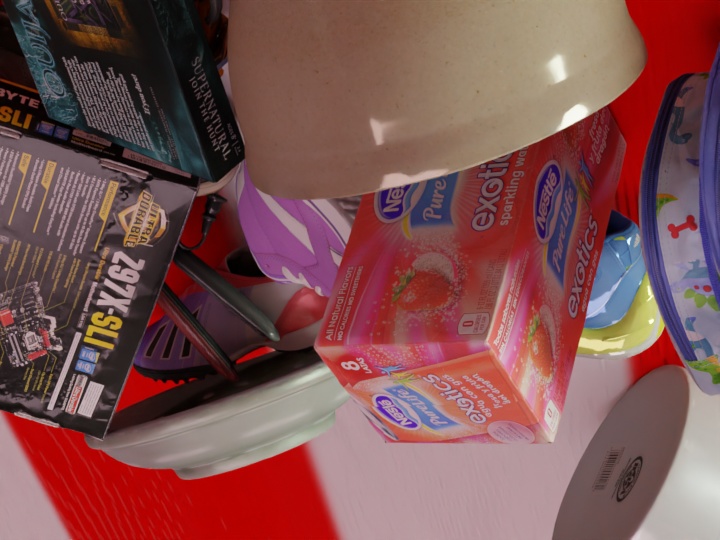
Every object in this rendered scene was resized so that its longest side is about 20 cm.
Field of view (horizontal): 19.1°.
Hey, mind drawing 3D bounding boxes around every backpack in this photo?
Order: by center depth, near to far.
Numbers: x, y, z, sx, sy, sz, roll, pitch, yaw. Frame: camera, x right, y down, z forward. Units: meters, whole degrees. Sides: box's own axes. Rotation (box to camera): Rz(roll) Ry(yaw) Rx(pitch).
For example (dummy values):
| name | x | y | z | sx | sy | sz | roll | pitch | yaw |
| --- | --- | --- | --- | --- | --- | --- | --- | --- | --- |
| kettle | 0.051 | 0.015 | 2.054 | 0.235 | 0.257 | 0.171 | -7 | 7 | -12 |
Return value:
| name | x | y | z | sx | sy | sz | roll | pitch | yaw |
| --- | --- | --- | --- | --- | --- | --- | --- | --- | --- |
| backpack | 0.217 | -0.035 | 1.040 | 0.147 | 0.183 | 0.200 | -1 | 136 | 24 |

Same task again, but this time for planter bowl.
| name | x | y | z | sx | sy | sz | roll | pitch | yaw |
| --- | --- | --- | --- | --- | --- | --- | --- | --- | --- |
| planter bowl | 0.022 | -0.135 | 1.008 | 0.200 | 0.200 | 0.135 | -7 | 111 | 32 |

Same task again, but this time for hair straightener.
| name | x | y | z | sx | sy | sz | roll | pitch | yaw |
| --- | --- | --- | --- | --- | --- | --- | --- | --- | --- |
| hair straightener | -0.117 | -0.029 | 1.301 | 0.200 | 0.077 | 0.041 | 48 | -178 | 0 |

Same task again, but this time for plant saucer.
| name | x | y | z | sx | sy | sz | roll | pitch | yaw |
| --- | --- | --- | --- | --- | --- | --- | --- | --- | --- |
| plant saucer | -0.072 | 0.090 | 1.347 | 0.200 | 0.200 | 0.050 | -17 | 95 | 40 |

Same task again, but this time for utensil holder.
| name | x | y | z | sx | sy | sz | roll | pitch | yaw |
| --- | --- | --- | --- | --- | --- | --- | --- | --- | --- |
| utensil holder | 0.242 | 0.172 | 1.331 | 0.200 | 0.170 | 0.170 | 29 | 145 | -12 |

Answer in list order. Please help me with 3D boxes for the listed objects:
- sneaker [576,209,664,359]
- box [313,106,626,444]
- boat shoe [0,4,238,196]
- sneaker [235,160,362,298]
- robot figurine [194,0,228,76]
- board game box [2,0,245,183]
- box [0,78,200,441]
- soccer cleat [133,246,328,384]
| name | x | y | z | sx | sy | sz | roll | pitch | yaw |
| --- | --- | --- | --- | --- | --- | --- | --- | --- | --- |
| sneaker | 0.080 | -0.010 | 1.253 | 0.200 | 0.076 | 0.105 | 3 | 127 | 17 |
| box | 0.061 | -0.016 | 1.121 | 0.102 | 0.200 | 0.095 | -2 | 143 | 30 |
| boat shoe | -0.162 | -0.102 | 1.224 | 0.200 | 0.072 | 0.065 | 22 | 147 | 0 |
| sneaker | 0.000 | 0.000 | 1.239 | 0.201 | 0.073 | 0.114 | 56 | 145 | 11 |
| robot figurine | -0.113 | -0.170 | 1.096 | 0.145 | 0.058 | 0.200 | 36 | 149 | 15 |
| board game box | -0.137 | -0.145 | 1.067 | 0.135 | 0.028 | 0.200 | 23 | 143 | 38 |
| box | -0.194 | -0.007 | 1.228 | 0.159 | 0.049 | 0.200 | 16 | 126 | -10 |
| soccer cleat | -0.082 | 0.021 | 1.376 | 0.200 | 0.068 | 0.073 | -15 | 112 | 43 |
